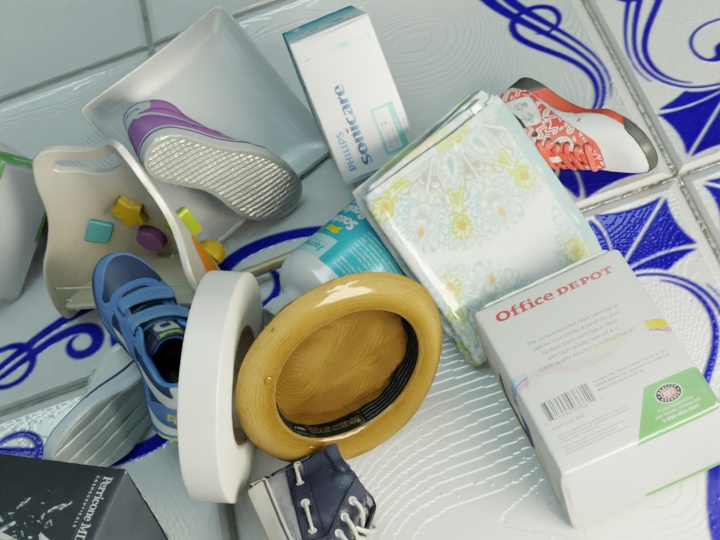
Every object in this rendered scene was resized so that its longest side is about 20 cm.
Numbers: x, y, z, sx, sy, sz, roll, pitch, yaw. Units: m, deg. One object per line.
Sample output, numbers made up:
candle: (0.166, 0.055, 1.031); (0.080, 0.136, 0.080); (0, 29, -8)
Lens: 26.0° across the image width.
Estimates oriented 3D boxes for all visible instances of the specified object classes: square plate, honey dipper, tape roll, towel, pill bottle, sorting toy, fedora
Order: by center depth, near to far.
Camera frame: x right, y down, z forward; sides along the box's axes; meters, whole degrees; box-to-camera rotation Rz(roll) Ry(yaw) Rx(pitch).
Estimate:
tape roll: (-0.119, 0.101, 1.363); (0.037, 0.204, 0.204); (3, 49, 8)
fedora: (-0.026, 0.073, 1.371); (0.199, 0.202, 0.082); (-30, 37, -8)
towel: (0.109, -0.043, 1.436); (0.171, 0.201, 0.048); (-38, 7, -16)
pill bottle: (0.000, 0.000, 1.475); (0.200, 0.111, 0.110); (-42, 48, -19)
sorting toy: (-0.238, -0.051, 1.542); (0.198, 0.181, 0.107); (-2, 41, 32)
honey dipper: (-0.084, -0.007, 1.567); (0.198, 0.038, 0.038); (-21, 45, 3)
square plate: (-0.160, -0.148, 1.657); (0.198, 0.028, 0.201); (-40, 91, -17)

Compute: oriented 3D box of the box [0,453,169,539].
box: (-0.298, 0.272, 1.329); (0.194, 0.125, 0.201); (4, 51, 21)

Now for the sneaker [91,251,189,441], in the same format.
sneaker: (-0.187, 0.055, 1.437); (0.073, 0.083, 0.201); (-21, 63, -22)

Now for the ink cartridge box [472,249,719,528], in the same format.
ink cartridge box: (0.201, 0.096, 1.329); (0.144, 0.088, 0.201); (-24, 47, -3)

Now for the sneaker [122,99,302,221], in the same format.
sneaker: (-0.153, -0.123, 1.602); (0.073, 0.199, 0.114); (-56, 40, 13)

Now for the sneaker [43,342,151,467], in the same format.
sneaker: (-0.233, 0.120, 1.490); (0.070, 0.074, 0.200); (14, 46, 42)

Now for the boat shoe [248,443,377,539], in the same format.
boat shoe: (-0.021, 0.227, 1.297); (0.092, 0.075, 0.201); (-31, 46, -1)

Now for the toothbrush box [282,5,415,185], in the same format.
toothbrush box: (-0.012, -0.180, 1.564); (0.084, 0.148, 0.200); (-22, 12, 1)

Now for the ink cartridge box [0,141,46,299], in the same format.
ink cartridge box: (-0.432, -0.076, 1.680); (0.199, 0.084, 0.147); (29, 101, 38)

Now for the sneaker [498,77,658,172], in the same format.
sneaker: (0.191, -0.116, 1.544); (0.108, 0.068, 0.201); (-41, 45, -17)

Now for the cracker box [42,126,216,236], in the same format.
cracker box: (-0.259, -0.102, 1.703); (0.200, 0.058, 0.134); (-41, 50, -17)
